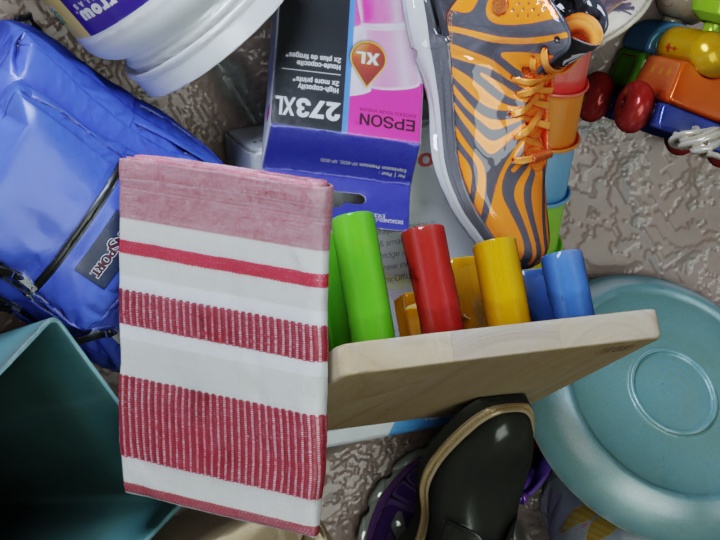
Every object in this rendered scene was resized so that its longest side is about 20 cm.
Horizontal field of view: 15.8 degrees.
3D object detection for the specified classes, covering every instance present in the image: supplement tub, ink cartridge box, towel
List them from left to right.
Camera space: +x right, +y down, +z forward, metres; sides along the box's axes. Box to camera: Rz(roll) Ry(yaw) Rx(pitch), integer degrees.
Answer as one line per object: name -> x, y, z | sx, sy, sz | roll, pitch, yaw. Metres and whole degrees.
supplement tub -> -0.144, -0.218, 1.542 | 0.145, 0.145, 0.200 | -42, 109, -2
towel -> -0.076, 0.040, 1.461 | 0.023, 0.143, 0.201 | -16, 111, -53
ink cartridge box -> -0.009, -0.124, 1.597 | 0.094, 0.037, 0.201 | 7, 67, -8
ink cartridge box -> 0.000, 0.000, 1.663 | 0.144, 0.085, 0.201 | -9, 106, -13

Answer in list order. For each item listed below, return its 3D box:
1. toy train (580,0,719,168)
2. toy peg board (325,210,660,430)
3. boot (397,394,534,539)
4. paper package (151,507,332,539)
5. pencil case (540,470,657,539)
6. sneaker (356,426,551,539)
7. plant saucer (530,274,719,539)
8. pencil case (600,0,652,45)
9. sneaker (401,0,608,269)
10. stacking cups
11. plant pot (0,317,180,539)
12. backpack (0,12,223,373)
toy train -> 0.215, -0.130, 1.629 | 0.084, 0.200, 0.116 | 18, 93, -17
toy peg board -> 0.042, 0.025, 1.545 | 0.198, 0.200, 0.098 | -6, 79, -21
boot -> 0.084, 0.189, 1.612 | 0.077, 0.139, 0.201 | -4, 133, -24
paper package -> -0.117, 0.193, 1.617 | 0.190, 0.200, 0.104 | -28, 109, -7
pencil case -> 0.165, 0.197, 1.691 | 0.083, 0.200, 0.091 | -15, 113, 7
sneaker -> 0.072, 0.142, 1.715 | 0.080, 0.083, 0.200 | 34, 96, -19
plant saucer -> 0.200, 0.084, 1.695 | 0.199, 0.027, 0.201 | 11, 56, -18
pencil case -> 0.108, -0.238, 1.639 | 0.078, 0.090, 0.200 | -27, 110, 23
sneaker -> 0.100, -0.103, 1.568 | 0.112, 0.077, 0.201 | -14, 97, 33
stacking cups -> 0.108, -0.068, 1.654 | 0.060, 0.061, 0.201 | -2, 123, -14
plant pot -> -0.240, 0.133, 1.563 | 0.141, 0.200, 0.142 | -48, 114, -32
backpack -> -0.170, -0.028, 1.571 | 0.200, 0.168, 0.163 | 35, 98, -19
